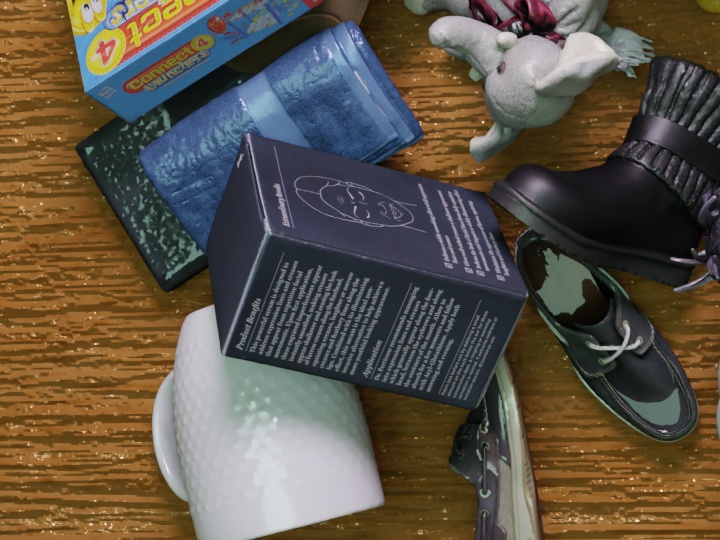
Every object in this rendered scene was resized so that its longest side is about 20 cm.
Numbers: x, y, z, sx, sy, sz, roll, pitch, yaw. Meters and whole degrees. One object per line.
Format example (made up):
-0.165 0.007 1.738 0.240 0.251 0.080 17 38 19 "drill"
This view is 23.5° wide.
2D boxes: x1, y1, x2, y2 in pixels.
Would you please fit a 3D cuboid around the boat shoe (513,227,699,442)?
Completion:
0.184 0.050 1.316 0.072 0.068 0.201 -37 88 8 "boat shoe"

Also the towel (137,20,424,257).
-0.062 -0.095 1.307 0.199 0.049 0.112 -31 115 12 "towel"

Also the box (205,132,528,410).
0.000 0.000 1.256 0.199 0.149 0.108 14 118 -17 "box"

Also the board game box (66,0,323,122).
-0.131 -0.245 1.299 0.199 0.056 0.197 -29 57 20 "board game box"

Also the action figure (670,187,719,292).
0.300 -0.047 1.193 0.102 0.119 0.200 28 127 -8 "action figure"

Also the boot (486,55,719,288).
0.196 -0.085 1.258 0.079 0.210 0.159 35 105 47 "boot"

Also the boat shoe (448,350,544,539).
0.099 0.145 1.334 0.064 0.072 0.202 -10 97 6 "boat shoe"

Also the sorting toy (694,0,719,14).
0.220 -0.248 1.228 0.199 0.180 0.107 25 106 7 "sorting toy"

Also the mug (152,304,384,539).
-0.090 0.117 1.340 0.199 0.147 0.177 -20 80 40 "mug"

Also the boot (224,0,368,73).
-0.034 -0.251 1.321 0.199 0.074 0.156 -27 57 22 "boot"

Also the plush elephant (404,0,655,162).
0.113 -0.170 1.260 0.199 0.155 0.165 37 137 -7 "plush elephant"

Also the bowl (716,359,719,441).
0.341 0.058 1.254 0.199 0.091 0.202 -6 134 -7 "bowl"

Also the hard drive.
-0.111 -0.094 1.376 0.199 0.033 0.140 -33 87 10 "hard drive"
